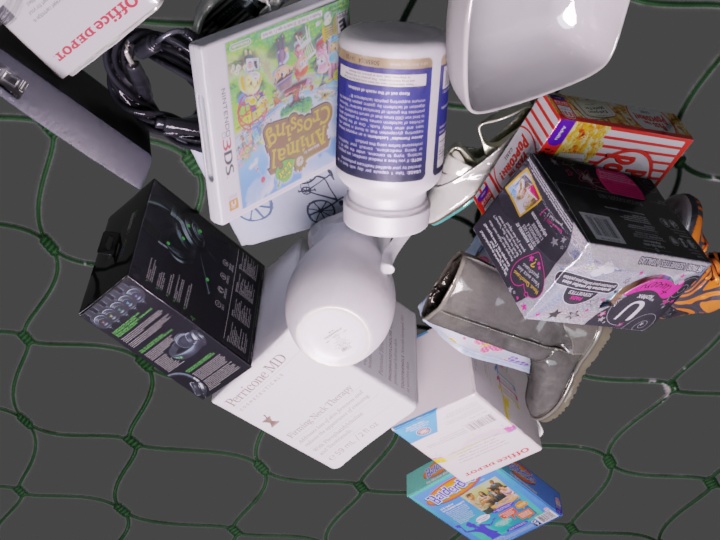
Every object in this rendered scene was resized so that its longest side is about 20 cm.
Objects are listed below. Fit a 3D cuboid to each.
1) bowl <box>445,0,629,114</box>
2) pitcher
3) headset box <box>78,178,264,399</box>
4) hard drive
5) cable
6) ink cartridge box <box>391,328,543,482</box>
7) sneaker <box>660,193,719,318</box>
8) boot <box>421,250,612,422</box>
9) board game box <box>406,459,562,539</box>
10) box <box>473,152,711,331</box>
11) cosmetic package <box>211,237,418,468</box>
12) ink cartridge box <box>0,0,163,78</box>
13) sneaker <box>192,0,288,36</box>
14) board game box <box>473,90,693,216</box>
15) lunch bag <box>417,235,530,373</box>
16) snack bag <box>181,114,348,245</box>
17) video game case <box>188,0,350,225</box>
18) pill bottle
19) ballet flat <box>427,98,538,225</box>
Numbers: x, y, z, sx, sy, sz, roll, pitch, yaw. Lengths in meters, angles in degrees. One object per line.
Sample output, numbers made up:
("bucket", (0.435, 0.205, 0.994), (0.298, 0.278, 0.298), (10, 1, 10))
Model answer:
("bowl", (0.162, -0.265, 0.971), (0.198, 0.075, 0.202), (-22, 140, -22))
("pitcher", (0.000, 0.000, 1.135), (0.171, 0.201, 0.121), (-35, 114, 27))
("headset box", (-0.218, 0.018, 1.202), (0.092, 0.176, 0.199), (-33, 124, 27))
("hard drive", (-0.301, -0.175, 1.066), (0.199, 0.135, 0.042), (36, 104, -26))
("cable", (-0.177, -0.168, 1.062), (0.161, 0.051, 0.200), (-7, 142, 39))
("ink cartridge box", (0.142, 0.177, 1.359), (0.127, 0.127, 0.200), (-27, 135, 24))
("sneaker", (0.406, -0.019, 1.233), (0.110, 0.078, 0.201), (-3, 143, -1))
("boot", (0.161, 0.078, 1.157), (0.197, 0.073, 0.184), (13, 120, -18))
("board game box", (0.189, 0.343, 1.570), (0.151, 0.045, 0.199), (-34, 123, 28))
("box", (0.241, -0.023, 1.073), (0.198, 0.133, 0.115), (6, 134, -36))
("cosmetic package", (-0.054, 0.106, 1.283), (0.199, 0.168, 0.167), (32, 125, -24))
("ink cartridge box", (-0.299, -0.306, 0.975), (0.144, 0.084, 0.200), (-28, 126, 24))
("sneaker", (-0.090, -0.278, 1.004), (0.073, 0.071, 0.199), (35, 124, -27))
("board game box", (0.242, -0.111, 1.118), (0.197, 0.047, 0.152), (2, 136, -32))
("lunch bag", (0.191, 0.021, 1.232), (0.197, 0.128, 0.170), (14, 134, -24))
("snack bag", (-0.084, -0.121, 1.179), (0.197, 0.022, 0.190), (-13, 131, 13))
("video game case", (-0.080, -0.165, 1.024), (0.022, 0.199, 0.184), (24, 130, 35))
("pill bottle", (0.031, -0.145, 1.057), (0.114, 0.116, 0.203), (2, 114, -1))
("ballet flat", (0.137, -0.130, 1.143), (0.199, 0.070, 0.069), (-34, 124, 19))
